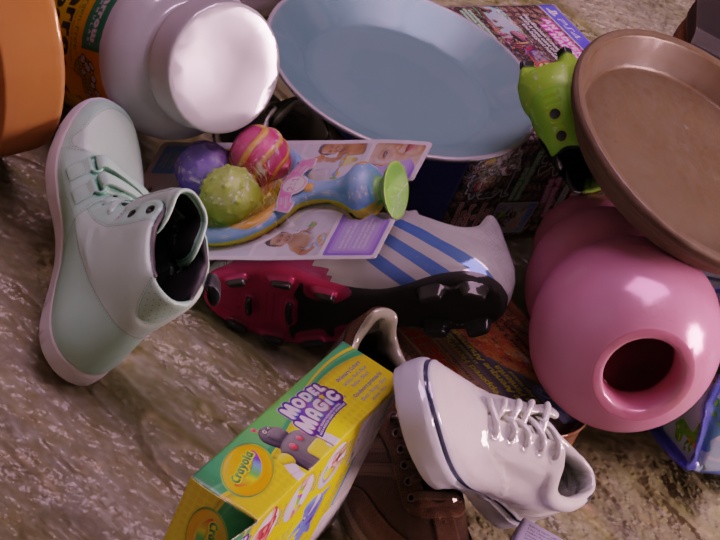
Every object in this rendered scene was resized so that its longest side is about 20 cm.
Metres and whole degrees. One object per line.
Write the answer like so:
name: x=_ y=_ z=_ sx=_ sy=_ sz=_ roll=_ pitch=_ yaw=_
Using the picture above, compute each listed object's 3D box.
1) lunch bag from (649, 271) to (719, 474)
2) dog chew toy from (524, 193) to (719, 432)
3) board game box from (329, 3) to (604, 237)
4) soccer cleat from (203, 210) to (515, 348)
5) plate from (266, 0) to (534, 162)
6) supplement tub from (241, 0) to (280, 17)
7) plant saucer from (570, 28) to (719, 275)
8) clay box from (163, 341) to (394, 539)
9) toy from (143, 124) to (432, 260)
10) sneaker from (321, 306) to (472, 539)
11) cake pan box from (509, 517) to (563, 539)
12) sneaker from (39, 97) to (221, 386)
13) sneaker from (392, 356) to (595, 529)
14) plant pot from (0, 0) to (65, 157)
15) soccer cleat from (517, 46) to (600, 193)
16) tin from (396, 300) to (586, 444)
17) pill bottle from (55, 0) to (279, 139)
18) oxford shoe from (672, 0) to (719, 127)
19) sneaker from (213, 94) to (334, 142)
lunch bag: x=0.271 y=0.056 z=1.509 sx=0.169 sy=0.128 sz=0.200 roll=12 pitch=18 yaw=-21
dog chew toy: x=0.161 y=0.017 z=1.425 sx=0.123 sy=0.125 sz=0.200 roll=15 pitch=25 yaw=-15
board game box: x=0.101 y=-0.113 z=1.641 sx=0.199 sy=0.097 sz=0.160 roll=-6 pitch=45 yaw=-40
soccer cleat: x=0.000 y=0.000 z=1.400 sx=0.198 sy=0.070 sz=0.087 roll=1 pitch=46 yaw=5
plate: x=0.027 y=-0.131 z=1.510 sx=0.198 sy=0.026 sz=0.201 roll=14 pitch=37 yaw=-11
supplement tub: x=-0.093 y=-0.301 z=1.727 sx=0.143 sy=0.145 sz=0.201 roll=19 pitch=33 yaw=-10
plant saucer: x=0.214 y=-0.071 z=1.404 sx=0.199 sy=0.030 sz=0.201 roll=21 pitch=44 yaw=-21
clay box: x=-0.056 y=0.130 z=1.181 sx=0.047 sy=0.115 sz=0.200 roll=33 pitch=33 yaw=13
toy: x=-0.065 y=-0.058 z=1.388 sx=0.198 sy=0.047 sz=0.116 roll=4 pitch=43 yaw=23
sneaker: x=0.022 y=0.105 z=1.304 sx=0.070 sy=0.076 sz=0.201 roll=4 pitch=39 yaw=-30
cake pan box: x=0.145 y=0.246 z=1.217 sx=0.199 sy=0.053 sz=0.184 roll=27 pitch=35 yaw=3
sneaker: x=-0.130 y=-0.037 z=1.318 sx=0.074 sy=0.118 sz=0.202 roll=30 pitch=44 yaw=-37
sneaker: x=0.079 y=0.093 z=1.256 sx=0.200 sy=0.070 sz=0.074 roll=39 pitch=37 yaw=-59
plant pot: x=-0.290 y=-0.152 z=1.362 sx=0.139 sy=0.201 sz=0.200 roll=-21 pitch=53 yaw=-29
soccer cleat: x=0.157 y=-0.086 z=1.495 sx=0.200 sy=0.067 sz=0.082 roll=26 pitch=48 yaw=-63
tin: x=0.067 y=0.052 z=1.445 sx=0.111 sy=0.042 sz=0.200 roll=-8 pitch=46 yaw=-46
pill bottle: x=-0.139 y=-0.148 z=1.446 sx=0.112 sy=0.114 sz=0.199 roll=-1 pitch=14 yaw=-35
oxford shoe: x=0.231 y=-0.111 z=1.526 sx=0.071 sy=0.071 sz=0.201 roll=32 pitch=40 yaw=-6
sneaker: x=-0.050 y=-0.086 z=1.507 sx=0.067 sy=0.090 sz=0.201 roll=10 pitch=36 yaw=-21
